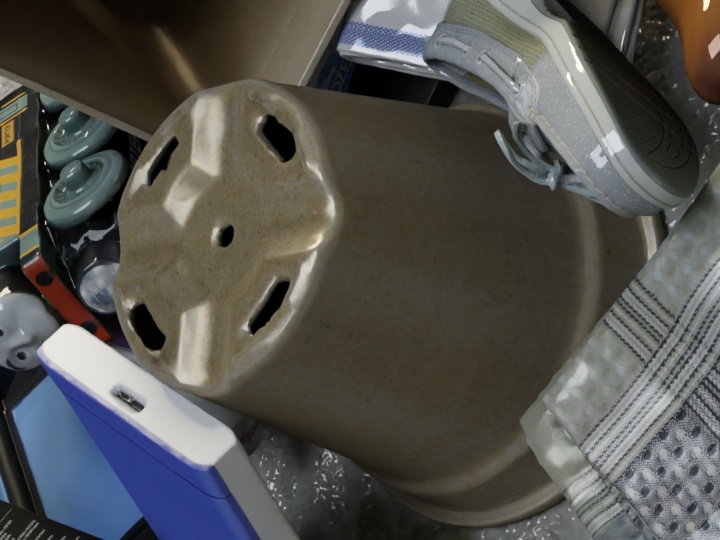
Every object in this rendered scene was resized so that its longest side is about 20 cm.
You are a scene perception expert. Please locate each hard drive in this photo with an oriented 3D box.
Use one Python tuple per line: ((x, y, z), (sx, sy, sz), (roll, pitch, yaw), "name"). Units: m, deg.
((-0.060, 0.119, 1.229), (0.025, 0.200, 0.132), (-43, 43, -17), "hard drive")

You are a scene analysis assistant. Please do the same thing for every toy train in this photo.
((-0.142, -0.030, 1.321), (0.114, 0.085, 0.200), (-33, 32, 14), "toy train")

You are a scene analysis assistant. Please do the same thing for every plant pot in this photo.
((-0.113, -0.191, 1.273), (0.200, 0.199, 0.177), (-61, 30, 10), "plant pot")
((0.000, 0.000, 1.200), (0.200, 0.183, 0.201), (-15, 68, 42), "plant pot")

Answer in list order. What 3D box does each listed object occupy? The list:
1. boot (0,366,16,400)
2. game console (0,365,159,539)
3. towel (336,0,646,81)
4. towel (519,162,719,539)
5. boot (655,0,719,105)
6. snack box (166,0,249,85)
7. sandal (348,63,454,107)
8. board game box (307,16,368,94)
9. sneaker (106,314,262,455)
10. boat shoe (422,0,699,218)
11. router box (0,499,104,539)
((-0.246, 0.100, 1.320), (0.065, 0.165, 0.201), (13, 66, 29), "boot")
((-0.186, 0.104, 1.404), (0.176, 0.116, 0.200), (-43, 53, 28), "game console")
((0.077, -0.176, 1.244), (0.146, 0.024, 0.201), (11, 82, 25), "towel")
((0.157, 0.057, 1.049), (0.200, 0.034, 0.193), (-56, 51, 26), "towel")
((0.098, -0.149, 1.130), (0.077, 0.155, 0.201), (103, 176, -52), "boot")
((-0.063, -0.184, 1.367), (0.072, 0.024, 0.201), (-17, 65, 40), "snack box")
((0.041, -0.154, 1.299), (0.075, 0.045, 0.201), (33, 103, 44), "sandal")
((-0.083, -0.097, 1.409), (0.200, 0.043, 0.200), (28, 99, 45), "board game box")
((-0.120, 0.043, 1.362), (0.075, 0.100, 0.200), (-38, 34, -22), "sneaker")
((0.078, -0.069, 1.130), (0.065, 0.074, 0.202), (-49, 33, 11), "boat shoe")
((-0.161, 0.208, 1.289), (0.157, 0.052, 0.201), (20, 123, 10), "router box")
